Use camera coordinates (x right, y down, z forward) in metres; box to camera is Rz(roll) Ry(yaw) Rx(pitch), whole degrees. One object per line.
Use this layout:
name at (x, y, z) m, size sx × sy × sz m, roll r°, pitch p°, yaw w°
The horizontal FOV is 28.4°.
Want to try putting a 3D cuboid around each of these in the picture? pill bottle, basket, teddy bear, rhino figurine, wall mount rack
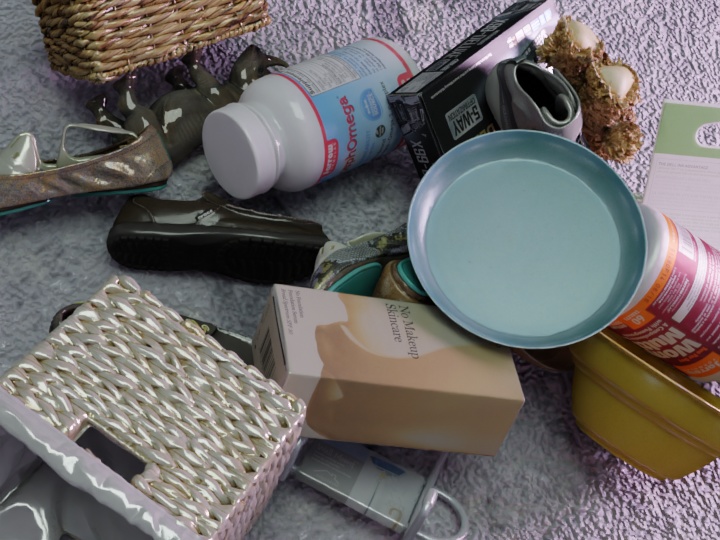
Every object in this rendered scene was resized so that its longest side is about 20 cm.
pill bottle at (0.291, 0.031, 1.253) m, size 0.199 × 0.109 × 0.110 m, roll 29°, pitch 51°, yaw -26°
basket at (-0.204, -0.276, 1.312) m, size 0.199 × 0.150 × 0.143 m, roll -24°, pitch 26°, yaw -25°
pill bottle at (-0.042, -0.137, 1.303) m, size 0.199 × 0.109 × 0.109 m, roll -27°, pitch 68°, yaw -34°
teddy bear at (0.208, -0.157, 1.292) m, size 0.067 × 0.200 × 0.145 m, roll -41°, pitch 89°, yaw 1°
rhino figurine at (-0.149, -0.157, 1.328) m, size 0.199 × 0.060 × 0.088 m, roll -27°, pitch 87°, yaw -28°
wall mount rack at (0.018, 0.135, 1.180) m, size 0.199 × 0.075 × 0.174 m, roll 27°, pitch 35°, yaw 2°
basket at (-0.169, 0.149, 1.052) m, size 0.198 × 0.200 × 0.161 m, roll 34°, pitch 51°, yaw 9°

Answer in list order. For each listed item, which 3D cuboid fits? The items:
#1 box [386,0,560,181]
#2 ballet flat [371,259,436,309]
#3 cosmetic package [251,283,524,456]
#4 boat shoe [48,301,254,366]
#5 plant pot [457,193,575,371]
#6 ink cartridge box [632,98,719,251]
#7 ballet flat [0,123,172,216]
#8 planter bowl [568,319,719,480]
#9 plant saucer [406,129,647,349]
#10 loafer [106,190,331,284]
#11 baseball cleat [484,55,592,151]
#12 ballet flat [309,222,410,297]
box at (0.130, -0.143, 1.343) m, size 0.200 × 0.050 × 0.158 m, roll -38°, pitch 117°, yaw -31°
ballet flat at (0.070, 0.024, 1.250) m, size 0.068 × 0.072 × 0.200 m, roll 53°, pitch 30°, yaw 18°
cosmetic package at (0.020, 0.080, 1.133) m, size 0.199 × 0.071 × 0.106 m, roll 7°, pitch 41°, yaw -20°
boat shoe at (-0.159, 0.070, 1.182) m, size 0.200 × 0.061 × 0.072 m, roll 8°, pitch 57°, yaw -9°
plant pot at (0.143, -0.001, 1.270) m, size 0.200 × 0.027 × 0.201 m, roll 31°, pitch 46°, yaw -38°
ink cartridge box at (0.317, -0.059, 1.310) m, size 0.145 × 0.201 × 0.048 m, roll 4°, pitch 18°, yaw -11°
ballet flat at (-0.266, -0.092, 1.239) m, size 0.199 × 0.068 × 0.068 m, roll -11°, pitch 17°, yaw -12°
planter bowl at (0.242, 0.121, 1.211) m, size 0.200 × 0.200 × 0.084 m, roll 33°, pitch 95°, yaw 8°
plant saucer at (0.136, -0.024, 1.177) m, size 0.199 × 0.027 × 0.201 m, roll 1°, pitch 64°, yaw -2°
loafer at (-0.121, -0.039, 1.253) m, size 0.199 × 0.073 × 0.072 m, roll 6°, pitch 56°, yaw -11°
baseball cleat at (0.179, -0.100, 1.268) m, size 0.070 × 0.106 × 0.200 m, roll -39°, pitch 100°, yaw -10°
ballet flat at (0.000, 0.000, 1.242) m, size 0.072 × 0.072 × 0.200 m, roll 49°, pitch 36°, yaw 17°
